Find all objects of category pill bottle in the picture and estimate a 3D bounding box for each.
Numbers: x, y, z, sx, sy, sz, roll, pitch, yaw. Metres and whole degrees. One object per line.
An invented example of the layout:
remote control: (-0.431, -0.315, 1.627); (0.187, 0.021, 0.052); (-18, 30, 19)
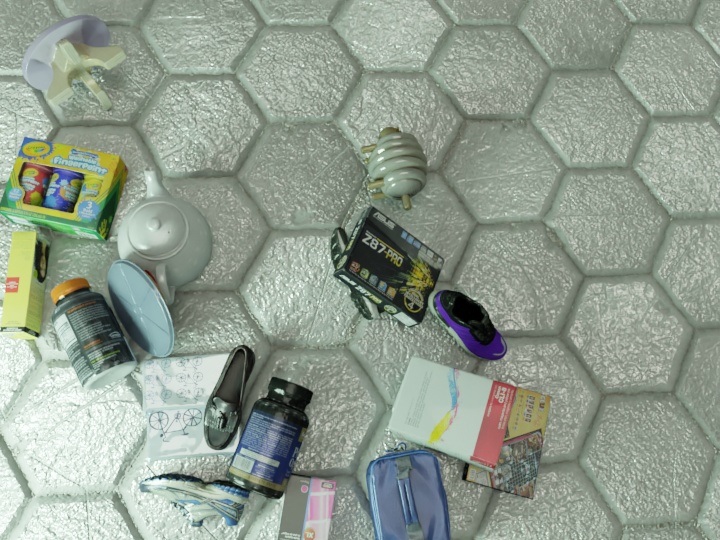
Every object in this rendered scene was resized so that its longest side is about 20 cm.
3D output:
pill bottle: (-0.512, 0.115, 1.225); (0.106, 0.106, 0.201); (-28, 78, -11)
pill bottle: (-0.161, 0.305, 1.195); (0.111, 0.112, 0.201); (20, 74, 2)

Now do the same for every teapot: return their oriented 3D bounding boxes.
teapot: (-0.387, -0.062, 1.265); (0.200, 0.146, 0.198); (35, 75, 5)

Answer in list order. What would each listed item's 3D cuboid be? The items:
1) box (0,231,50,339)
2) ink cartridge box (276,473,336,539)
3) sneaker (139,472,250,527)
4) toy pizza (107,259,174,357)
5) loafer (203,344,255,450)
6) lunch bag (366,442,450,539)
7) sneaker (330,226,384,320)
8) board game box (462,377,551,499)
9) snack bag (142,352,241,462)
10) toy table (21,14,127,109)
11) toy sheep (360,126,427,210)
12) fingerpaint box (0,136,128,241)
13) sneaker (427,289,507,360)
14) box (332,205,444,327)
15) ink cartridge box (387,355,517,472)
box: (-0.650, 0.029, 1.256); (0.050, 0.075, 0.201); (1, 75, -4)
ink cartridge box: (-0.105, 0.483, 1.191); (0.094, 0.037, 0.201); (9, 76, -2)
sneaker: (-0.306, 0.420, 1.172); (0.199, 0.077, 0.086); (10, 78, -1)
toy pizza: (-0.405, 0.069, 1.215); (0.200, 0.200, 0.032); (50, 47, 10)
loafer: (-0.250, 0.234, 1.213); (0.072, 0.063, 0.201); (15, 73, -1)
lunch bag: (0.086, 0.414, 1.173); (0.135, 0.132, 0.201); (-9, 76, -7)
sneaker: (0.000, 0.000, 1.322); (0.079, 0.074, 0.201); (-26, 84, -21)
board game box: (0.287, 0.327, 1.264); (0.135, 0.035, 0.201); (16, 74, 0)
snack bag: (-0.324, 0.262, 1.242); (0.188, 0.021, 0.201); (-3, 75, -6)
toy table: (-0.589, -0.431, 1.348); (0.200, 0.184, 0.117); (-46, 66, -3)
toy sheep: (0.076, -0.213, 1.354); (0.137, 0.138, 0.201); (-8, 71, -7)
fingerpaint box: (-0.599, -0.166, 1.315); (0.199, 0.073, 0.168); (12, 74, -1)
sneaker: (0.226, 0.110, 1.266); (0.200, 0.099, 0.070); (40, 68, -15)
box: (0.060, -0.006, 1.283); (0.200, 0.049, 0.162); (36, 58, -18)
ink cartridge box: (0.170, 0.264, 1.193); (0.199, 0.145, 0.145); (15, 72, 15)
